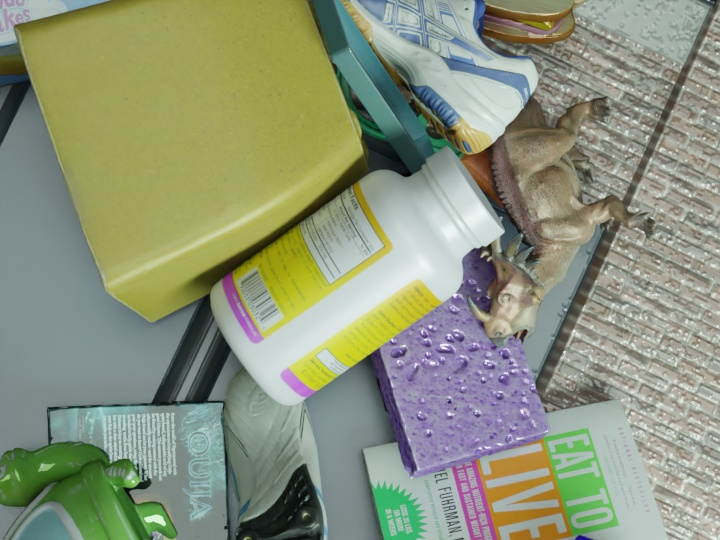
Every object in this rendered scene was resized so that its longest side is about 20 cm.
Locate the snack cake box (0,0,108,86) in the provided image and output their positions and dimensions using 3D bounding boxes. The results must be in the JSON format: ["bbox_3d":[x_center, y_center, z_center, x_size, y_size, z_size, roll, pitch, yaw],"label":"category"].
[{"bbox_3d":[-0.219,-0.191,1.577,0.198,0.115,0.068,-12,84,-4],"label":"snack cake box"}]

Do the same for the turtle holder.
[{"bbox_3d":[-0.196,0.201,1.498,0.131,0.141,0.186,-29,87,-4],"label":"turtle holder"}]

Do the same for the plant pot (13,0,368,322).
[{"bbox_3d":[-0.104,-0.097,1.519,0.199,0.194,0.197,-20,82,1],"label":"plant pot"}]

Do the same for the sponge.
[{"bbox_3d":[0.058,0.042,1.578,0.111,0.030,0.201,-13,77,-19],"label":"sponge"}]

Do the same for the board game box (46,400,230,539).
[{"bbox_3d":[-0.161,0.199,1.585,0.134,0.028,0.202,-2,84,-4],"label":"board game box"}]

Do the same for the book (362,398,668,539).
[{"bbox_3d":[0.112,0.174,1.577,0.198,0.048,0.134,-12,56,-5],"label":"book"}]

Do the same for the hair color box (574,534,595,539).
[{"bbox_3d":[0.179,0.298,1.516,0.109,0.065,0.201,-45,122,-25],"label":"hair color box"}]

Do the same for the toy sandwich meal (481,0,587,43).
[{"bbox_3d":[0.118,-0.277,1.628,0.203,0.070,0.207,0,84,-3],"label":"toy sandwich meal"}]

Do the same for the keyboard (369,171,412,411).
[{"bbox_3d":[0.036,0.032,1.615,0.103,0.040,0.201,-18,79,-23],"label":"keyboard"}]

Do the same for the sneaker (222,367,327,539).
[{"bbox_3d":[-0.058,0.162,1.541,0.071,0.073,0.201,-13,57,7],"label":"sneaker"}]

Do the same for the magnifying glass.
[{"bbox_3d":[0.064,-0.103,1.635,0.200,0.022,0.080,41,83,3],"label":"magnifying glass"}]

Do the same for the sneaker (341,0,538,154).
[{"bbox_3d":[0.047,-0.178,1.587,0.088,0.075,0.200,-43,77,-5],"label":"sneaker"}]

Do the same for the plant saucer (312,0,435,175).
[{"bbox_3d":[0.016,-0.122,1.527,0.019,0.200,0.070,-26,53,11],"label":"plant saucer"}]

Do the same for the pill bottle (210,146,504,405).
[{"bbox_3d":[0.000,0.000,1.504,0.199,0.104,0.105,-35,87,8],"label":"pill bottle"}]

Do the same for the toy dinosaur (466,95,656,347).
[{"bbox_3d":[0.126,-0.058,1.577,0.135,0.086,0.201,-9,69,-19],"label":"toy dinosaur"}]
